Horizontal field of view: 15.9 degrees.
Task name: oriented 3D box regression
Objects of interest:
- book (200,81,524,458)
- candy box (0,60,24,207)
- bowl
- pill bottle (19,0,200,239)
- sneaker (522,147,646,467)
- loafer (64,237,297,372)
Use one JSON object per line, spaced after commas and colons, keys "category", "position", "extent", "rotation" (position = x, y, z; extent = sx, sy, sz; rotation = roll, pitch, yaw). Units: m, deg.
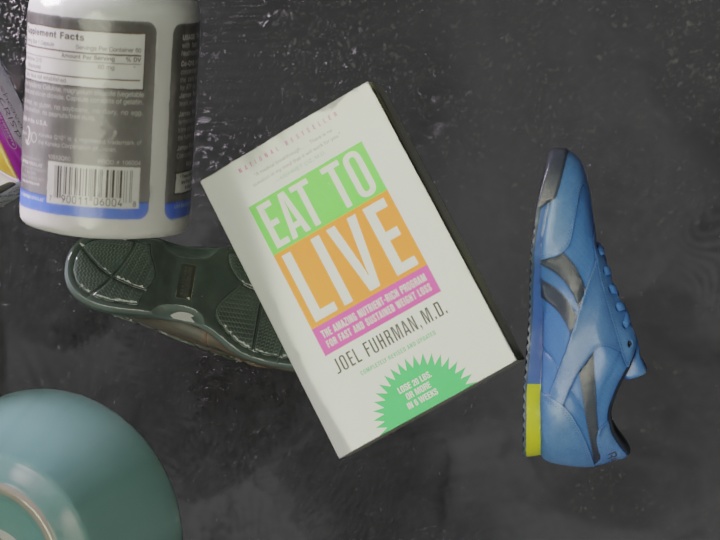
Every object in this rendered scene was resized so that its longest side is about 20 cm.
{"category": "book", "position": [0.000, 0.000, 1.652], "extent": [0.133, 0.048, 0.201], "rotation": [-29, 83, 10]}
{"category": "candy box", "position": [-0.326, -0.079, 1.772], "extent": [0.199, 0.061, 0.137], "rotation": [-28, 87, 20]}
{"category": "bowl", "position": [-0.231, 0.187, 1.752], "extent": [0.199, 0.105, 0.202], "rotation": [2, 97, 20]}
{"category": "pill bottle", "position": [-0.162, -0.127, 1.679], "extent": [0.113, 0.114, 0.202], "rotation": [7, 100, 19]}
{"category": "sneaker", "position": [0.142, 0.024, 1.621], "extent": [0.078, 0.066, 0.202], "rotation": [2, 99, 8]}
{"category": "loafer", "position": [-0.096, 0.021, 1.711], "extent": [0.199, 0.063, 0.072], "rotation": [16, 75, 4]}
